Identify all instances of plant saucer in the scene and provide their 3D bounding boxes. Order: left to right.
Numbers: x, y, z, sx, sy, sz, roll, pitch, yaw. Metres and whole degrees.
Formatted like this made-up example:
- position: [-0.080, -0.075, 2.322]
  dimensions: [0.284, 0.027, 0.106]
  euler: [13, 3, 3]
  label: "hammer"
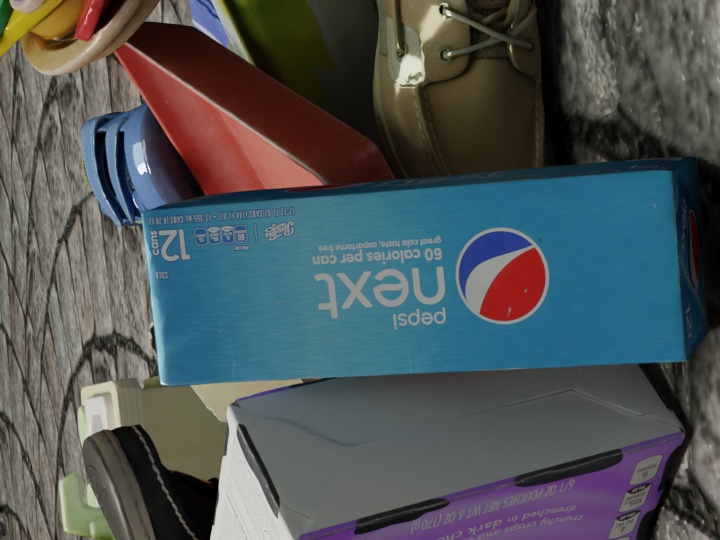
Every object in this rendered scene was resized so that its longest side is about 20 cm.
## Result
- position: [-0.018, -0.021, 0.889]
  dimensions: [0.200, 0.037, 0.200]
  euler: [37, 163, 47]
  label: "plant saucer"

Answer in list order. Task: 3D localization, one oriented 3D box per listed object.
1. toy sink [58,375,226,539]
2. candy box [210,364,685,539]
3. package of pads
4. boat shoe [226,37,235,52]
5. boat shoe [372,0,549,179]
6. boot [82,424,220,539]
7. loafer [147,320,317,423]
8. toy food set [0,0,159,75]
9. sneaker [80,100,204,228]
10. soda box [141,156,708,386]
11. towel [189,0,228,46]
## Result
- position: [-0.109, 0.118, 1.158]
  dimensions: [0.130, 0.198, 0.113]
  euler: [160, 103, -72]
  label: "toy sink"
- position: [0.024, 0.124, 0.793]
  dimensions: [0.201, 0.166, 0.072]
  euler: [101, 148, -45]
  label: "candy box"
- position: [-0.035, -0.136, 0.948]
  dimensions: [0.201, 0.068, 0.155]
  euler: [66, 175, -35]
  label: "package of pads"
- position: [-0.032, -0.050, 1.090]
  dimensions: [0.072, 0.060, 0.203]
  euler: [2, -100, -63]
  label: "boat shoe"
- position: [0.043, -0.103, 0.825]
  dimensions: [0.065, 0.071, 0.202]
  euler: [116, 149, -61]
  label: "boat shoe"
- position: [-0.028, 0.105, 0.853]
  dimensions: [0.073, 0.150, 0.201]
  euler: [57, 173, 42]
  label: "boot"
- position: [-0.050, 0.043, 0.949]
  dimensions: [0.076, 0.068, 0.200]
  euler: [53, 168, -19]
  label: "loafer"
- position: [-0.114, -0.181, 0.869]
  dimensions: [0.199, 0.048, 0.200]
  euler: [-26, 51, 52]
  label: "toy food set"
- position: [-0.113, -0.055, 1.043]
  dimensions: [0.200, 0.081, 0.075]
  euler: [52, -146, -89]
  label: "sneaker"
- position: [0.024, 0.001, 0.712]
  dimensions: [0.064, 0.198, 0.069]
  euler: [-22, -73, -70]
  label: "soda box"
- position: [-0.090, -0.077, 1.255]
  dimensions: [0.145, 0.024, 0.202]
  euler: [-133, 41, -61]
  label: "towel"
